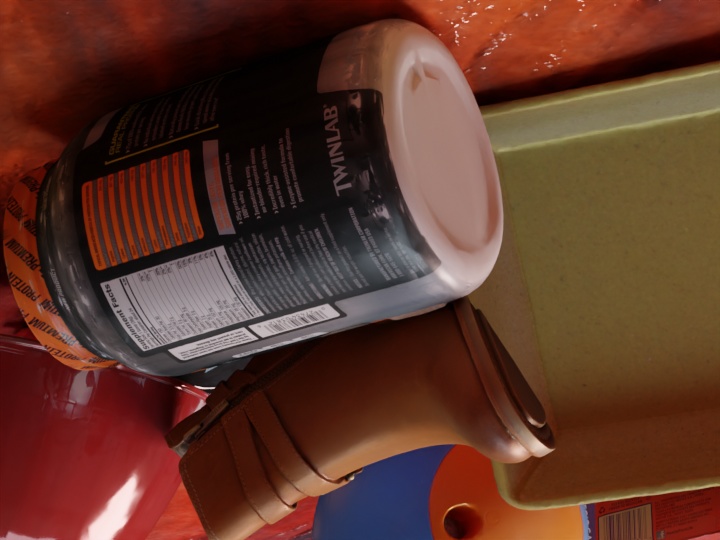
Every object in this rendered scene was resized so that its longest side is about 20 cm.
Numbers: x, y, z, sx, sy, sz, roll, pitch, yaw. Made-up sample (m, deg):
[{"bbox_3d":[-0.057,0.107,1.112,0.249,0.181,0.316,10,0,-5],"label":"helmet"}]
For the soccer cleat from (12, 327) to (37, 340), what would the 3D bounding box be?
[{"bbox_3d":[-0.155,0.047,1.153,0.076,0.067,0.200,-4,159,-23],"label":"soccer cleat"}]

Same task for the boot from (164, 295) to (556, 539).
[{"bbox_3d":[-0.005,0.074,0.899,0.154,0.074,0.200,-35,-161,-4],"label":"boot"}]

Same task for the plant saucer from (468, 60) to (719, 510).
[{"bbox_3d":[0.146,0.003,0.964,0.199,0.201,0.048,-9,-168,17],"label":"plant saucer"}]

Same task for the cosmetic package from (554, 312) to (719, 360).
[{"bbox_3d":[0.193,-0.014,1.036,0.199,0.108,0.090,-13,159,22],"label":"cosmetic package"}]

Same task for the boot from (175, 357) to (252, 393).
[{"bbox_3d":[0.000,0.000,1.067,0.200,0.066,0.164,-41,162,33],"label":"boot"}]

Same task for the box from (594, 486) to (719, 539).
[{"bbox_3d":[0.225,0.104,1.018,0.199,0.103,0.095,-19,137,24],"label":"box"}]

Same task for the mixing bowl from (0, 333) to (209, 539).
[{"bbox_3d":[-0.177,0.101,1.009,0.199,0.109,0.200,9,166,2],"label":"mixing bowl"}]

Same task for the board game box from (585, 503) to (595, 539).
[{"bbox_3d":[0.138,0.237,1.598,0.164,0.202,0.057,-10,174,9],"label":"board game box"}]

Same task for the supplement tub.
[{"bbox_3d":[-0.049,-0.025,0.881,0.199,0.123,0.122,-15,160,25],"label":"supplement tub"}]

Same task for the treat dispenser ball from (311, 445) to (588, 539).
[{"bbox_3d":[0.064,0.194,1.449,0.199,0.202,0.201,-6,162,-2],"label":"treat dispenser ball"}]
